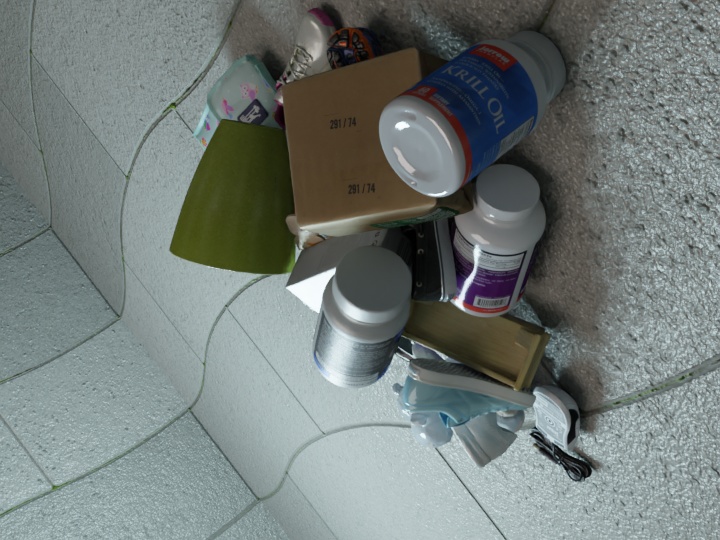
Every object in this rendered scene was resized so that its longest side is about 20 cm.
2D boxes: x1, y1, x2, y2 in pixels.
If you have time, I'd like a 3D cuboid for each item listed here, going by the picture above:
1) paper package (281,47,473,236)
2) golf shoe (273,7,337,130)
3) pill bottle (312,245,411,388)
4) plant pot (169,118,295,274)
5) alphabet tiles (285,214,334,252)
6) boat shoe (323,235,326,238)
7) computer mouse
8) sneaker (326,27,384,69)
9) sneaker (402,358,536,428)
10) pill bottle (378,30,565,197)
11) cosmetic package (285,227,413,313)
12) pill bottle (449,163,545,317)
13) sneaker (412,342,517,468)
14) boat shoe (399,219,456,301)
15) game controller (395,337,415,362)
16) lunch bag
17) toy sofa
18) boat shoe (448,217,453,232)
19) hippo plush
[{"bbox_3d":[0.018,-0.146,1.050,0.199,0.103,0.192,-8,87,32],"label":"paper package"},{"bbox_3d":[-0.077,-0.274,1.246,0.075,0.091,0.200,43,150,22],"label":"golf shoe"},{"bbox_3d":[0.002,0.061,1.141,0.114,0.114,0.200,44,151,17],"label":"pill bottle"},{"bbox_3d":[-0.170,-0.113,1.292,0.187,0.186,0.201,21,103,46],"label":"plant pot"},{"bbox_3d":[-0.001,-0.037,1.252,0.194,0.015,0.201,2,140,21],"label":"alphabet tiles"},{"bbox_3d":[0.007,-0.042,1.332,0.199,0.057,0.069,33,172,-19],"label":"boat shoe"},{"bbox_3d":[0.297,0.229,1.312,0.110,0.044,0.201,39,156,35],"label":"computer mouse"},{"bbox_3d":[0.027,-0.226,1.155,0.075,0.078,0.201,-5,116,32],"label":"sneaker"},{"bbox_3d":[0.144,0.176,1.211,0.074,0.199,0.082,-131,57,-67],"label":"sneaker"},{"bbox_3d":[0.123,-0.171,0.922,0.112,0.200,0.113,35,147,27],"label":"pill bottle"},{"bbox_3d":[0.000,0.000,1.223,0.199,0.074,0.102,-18,130,45],"label":"cosmetic package"},{"bbox_3d":[0.168,-0.037,1.115,0.112,0.112,0.201,40,150,24],"label":"pill bottle"},{"bbox_3d":[0.150,0.177,1.270,0.201,0.088,0.075,58,179,-1],"label":"sneaker"},{"bbox_3d":[0.078,-0.056,1.126,0.069,0.056,0.201,108,154,-69],"label":"boat shoe"},{"bbox_3d":[0.068,0.082,1.514,0.104,0.042,0.201,27,146,17],"label":"game controller"},{"bbox_3d":[-0.165,-0.225,1.415,0.171,0.122,0.200,53,146,7],"label":"lunch bag"},{"bbox_3d":[0.155,0.087,1.225,0.199,0.083,0.098,23,-174,17],"label":"toy sofa"},{"bbox_3d":[0.112,-0.055,1.230,0.065,0.074,0.202,41,158,13],"label":"boat shoe"},{"bbox_3d":[0.145,0.199,1.349,0.159,0.160,0.201,42,157,54],"label":"hippo plush"}]
